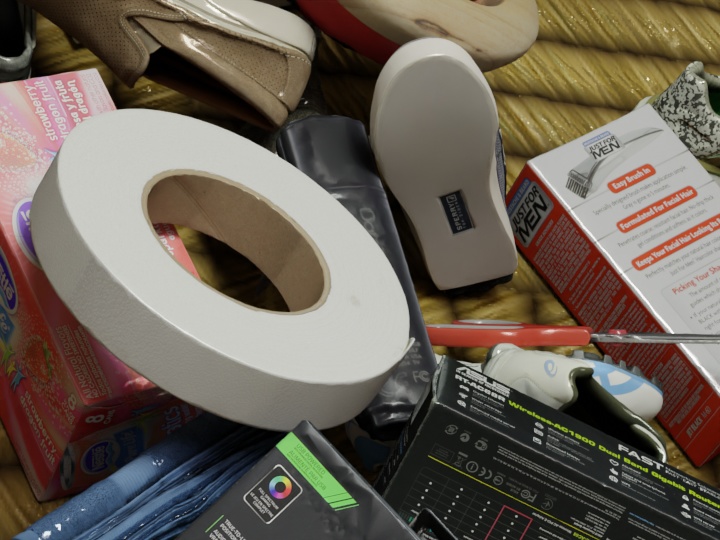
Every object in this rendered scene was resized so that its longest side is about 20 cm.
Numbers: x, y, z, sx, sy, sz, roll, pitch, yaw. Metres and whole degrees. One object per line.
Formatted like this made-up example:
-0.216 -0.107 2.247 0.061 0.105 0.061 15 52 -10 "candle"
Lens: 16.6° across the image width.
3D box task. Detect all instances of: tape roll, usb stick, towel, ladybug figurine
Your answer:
-0.068 -0.002 1.229 0.202 0.037 0.203 26 30 -16 "tape roll"
0.000 0.000 1.335 0.055 0.033 0.201 -3 57 -22 "usb stick"
-0.112 0.131 1.218 0.200 0.112 0.049 -33 78 -38 "towel"
0.016 -0.171 1.419 0.199 0.072 0.136 23 41 -35 "ladybug figurine"

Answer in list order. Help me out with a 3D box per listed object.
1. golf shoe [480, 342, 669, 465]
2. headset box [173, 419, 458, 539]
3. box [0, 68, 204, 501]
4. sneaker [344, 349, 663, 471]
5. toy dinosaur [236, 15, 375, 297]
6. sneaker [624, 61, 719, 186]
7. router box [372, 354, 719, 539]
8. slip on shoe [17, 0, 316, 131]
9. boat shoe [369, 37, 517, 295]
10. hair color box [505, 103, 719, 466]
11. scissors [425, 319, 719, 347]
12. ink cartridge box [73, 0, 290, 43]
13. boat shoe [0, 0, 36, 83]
0.134 0.122 1.312 0.200 0.097 0.078 48 60 -22 "golf shoe"
-0.027 0.196 1.163 0.200 0.093 0.174 -42 77 -7 "headset box"
-0.154 0.005 1.300 0.094 0.103 0.201 -12 62 -31 "box"
0.080 0.082 1.377 0.199 0.072 0.073 1 77 -26 "sneaker"
-0.048 -0.051 1.422 0.102 0.077 0.201 17 55 4 "toy dinosaur"
0.271 -0.085 1.565 0.199 0.089 0.077 9 52 -18 "sneaker"
0.094 0.156 1.261 0.199 0.150 0.062 27 22 -4 "router box"
-0.124 -0.134 1.372 0.199 0.076 0.061 19 72 -15 "slip on shoe"
0.042 -0.080 1.405 0.074 0.201 0.093 -13 50 0 "boat shoe"
0.187 0.006 1.478 0.111 0.064 0.200 -25 70 -35 "hair color box"
0.130 0.039 1.379 0.199 0.014 0.073 3 2 23 "scissors"
-0.096 -0.251 1.487 0.199 0.146 0.147 -15 62 -33 "ink cartridge box"
-0.221 -0.182 1.434 0.070 0.064 0.201 -2 57 -25 "boat shoe"
